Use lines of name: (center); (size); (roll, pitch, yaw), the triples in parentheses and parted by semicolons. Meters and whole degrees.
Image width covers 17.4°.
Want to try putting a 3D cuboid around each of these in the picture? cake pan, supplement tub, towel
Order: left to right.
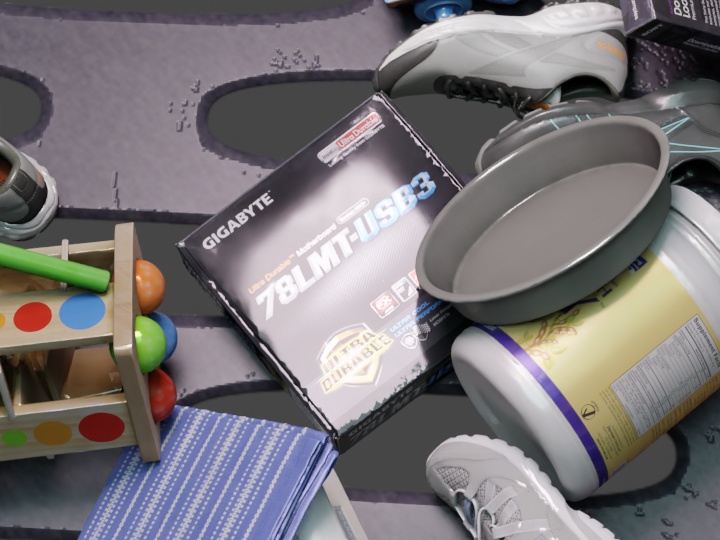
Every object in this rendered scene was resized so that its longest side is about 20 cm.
towel: (-0.112, 0.166, 1.634); (0.199, 0.024, 0.145); (7, 63, 47)
cake pan: (0.132, -0.032, 1.634); (0.200, 0.200, 0.037); (-39, 115, -10)
supplement tub: (0.180, 0.049, 1.650); (0.200, 0.146, 0.146); (-38, 72, -10)

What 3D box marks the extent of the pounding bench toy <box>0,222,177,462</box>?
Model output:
pounding bench toy: (-0.214, 0.031, 1.639); (0.155, 0.201, 0.125); (-6, 47, 2)

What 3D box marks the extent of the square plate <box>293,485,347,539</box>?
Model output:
square plate: (-0.082, 0.257, 1.615); (0.199, 0.028, 0.199); (-32, 68, 15)

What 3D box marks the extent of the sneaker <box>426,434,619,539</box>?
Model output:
sneaker: (0.104, 0.182, 1.611); (0.082, 0.075, 0.200); (-33, 44, -23)

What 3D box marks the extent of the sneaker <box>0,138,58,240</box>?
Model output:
sneaker: (-0.320, -0.096, 1.768); (0.199, 0.079, 0.074); (24, 74, 14)

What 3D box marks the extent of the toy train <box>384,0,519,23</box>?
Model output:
toy train: (0.101, -0.253, 1.774); (0.199, 0.114, 0.087); (-12, 68, 12)

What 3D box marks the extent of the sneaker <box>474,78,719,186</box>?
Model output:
sneaker: (0.185, -0.085, 1.738); (0.199, 0.075, 0.080); (-13, 71, -1)

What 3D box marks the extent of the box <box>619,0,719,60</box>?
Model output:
box: (0.262, -0.225, 1.741); (0.199, 0.036, 0.144); (11, 62, -40)

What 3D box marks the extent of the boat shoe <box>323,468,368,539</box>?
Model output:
boat shoe: (-0.029, 0.216, 1.647); (0.068, 0.072, 0.201); (-30, 78, 19)

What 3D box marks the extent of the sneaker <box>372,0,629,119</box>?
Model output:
sneaker: (0.108, -0.151, 1.771); (0.199, 0.074, 0.080); (-8, 74, 1)

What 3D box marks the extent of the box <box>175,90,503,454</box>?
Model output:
box: (0.000, 0.000, 1.734); (0.200, 0.050, 0.199); (-36, 72, -10)
